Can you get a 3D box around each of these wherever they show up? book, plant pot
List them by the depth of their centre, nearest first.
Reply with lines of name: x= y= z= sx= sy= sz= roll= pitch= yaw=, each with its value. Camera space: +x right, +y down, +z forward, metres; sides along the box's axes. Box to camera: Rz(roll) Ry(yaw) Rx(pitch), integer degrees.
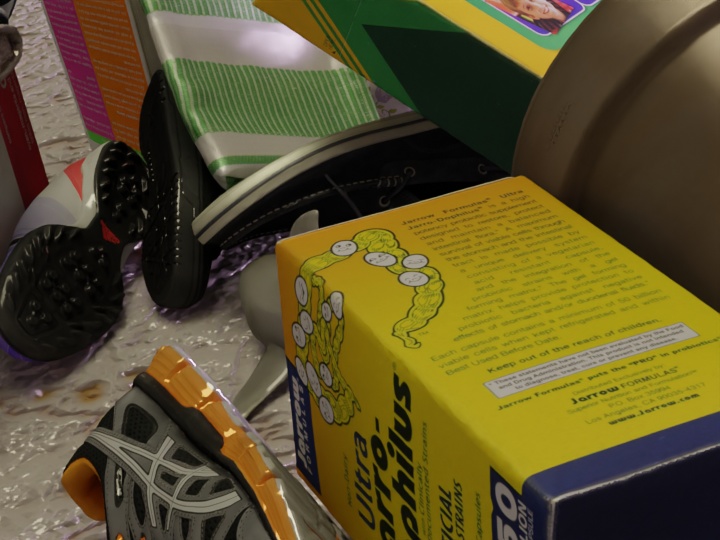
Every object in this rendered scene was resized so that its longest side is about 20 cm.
plant pot: x=0.183 y=-0.013 z=0.686 sx=0.200 sy=0.200 sz=0.174 roll=-19 pitch=44 yaw=-13
book: x=-0.153 y=-0.147 z=1.108 sx=0.048 sy=0.200 sz=0.134 roll=-31 pitch=30 yaw=-29

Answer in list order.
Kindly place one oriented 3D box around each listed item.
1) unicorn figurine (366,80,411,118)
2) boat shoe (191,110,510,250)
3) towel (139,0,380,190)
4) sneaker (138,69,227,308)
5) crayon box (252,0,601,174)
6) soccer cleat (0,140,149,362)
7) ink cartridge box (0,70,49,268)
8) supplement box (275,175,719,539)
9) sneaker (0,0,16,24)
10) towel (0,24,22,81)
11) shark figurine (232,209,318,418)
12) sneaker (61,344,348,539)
unicorn figurine: x=0.045 y=-0.151 z=1.086 sx=0.074 sy=0.200 sz=0.137 roll=32 pitch=43 yaw=14
boat shoe: x=0.006 y=-0.042 z=0.953 sx=0.200 sy=0.062 sz=0.075 roll=-18 pitch=-7 yaw=-27
towel: x=-0.060 y=-0.139 z=1.021 sx=0.152 sy=0.200 sz=0.023 roll=-4 pitch=-20 yaw=-46
sneaker: x=-0.070 y=-0.055 z=1.021 sx=0.104 sy=0.060 sz=0.200 roll=12 pitch=45 yaw=-23
crayon box: x=0.073 y=-0.141 z=0.910 sx=0.172 sy=0.058 sz=0.200 roll=34 pitch=38 yaw=16
soccer cleat: x=-0.169 y=-0.002 z=0.989 sx=0.073 sy=0.068 sz=0.200 roll=-29 pitch=21 yaw=25
ink cartridge box: x=-0.283 y=-0.035 z=1.000 sx=0.145 sy=0.145 sz=0.200 roll=-5 pitch=26 yaw=14
supplement box: x=0.061 y=0.061 z=0.629 sx=0.109 sy=0.109 sz=0.200 roll=-15 pitch=29 yaw=-21
sneaker: x=-0.258 y=-0.165 z=0.958 sx=0.108 sy=0.070 sz=0.200 roll=-2 pitch=2 yaw=16
towel: x=-0.270 y=-0.079 z=0.880 sx=0.132 sy=0.035 sz=0.200 roll=2 pitch=29 yaw=21
shark figurine: x=0.010 y=0.006 z=0.838 sx=0.214 sy=0.090 sz=0.128 roll=-1 pitch=28 yaw=30
sneaker: x=-0.056 y=0.102 z=0.693 sx=0.077 sy=0.078 sz=0.200 roll=-40 pitch=30 yaw=-7
